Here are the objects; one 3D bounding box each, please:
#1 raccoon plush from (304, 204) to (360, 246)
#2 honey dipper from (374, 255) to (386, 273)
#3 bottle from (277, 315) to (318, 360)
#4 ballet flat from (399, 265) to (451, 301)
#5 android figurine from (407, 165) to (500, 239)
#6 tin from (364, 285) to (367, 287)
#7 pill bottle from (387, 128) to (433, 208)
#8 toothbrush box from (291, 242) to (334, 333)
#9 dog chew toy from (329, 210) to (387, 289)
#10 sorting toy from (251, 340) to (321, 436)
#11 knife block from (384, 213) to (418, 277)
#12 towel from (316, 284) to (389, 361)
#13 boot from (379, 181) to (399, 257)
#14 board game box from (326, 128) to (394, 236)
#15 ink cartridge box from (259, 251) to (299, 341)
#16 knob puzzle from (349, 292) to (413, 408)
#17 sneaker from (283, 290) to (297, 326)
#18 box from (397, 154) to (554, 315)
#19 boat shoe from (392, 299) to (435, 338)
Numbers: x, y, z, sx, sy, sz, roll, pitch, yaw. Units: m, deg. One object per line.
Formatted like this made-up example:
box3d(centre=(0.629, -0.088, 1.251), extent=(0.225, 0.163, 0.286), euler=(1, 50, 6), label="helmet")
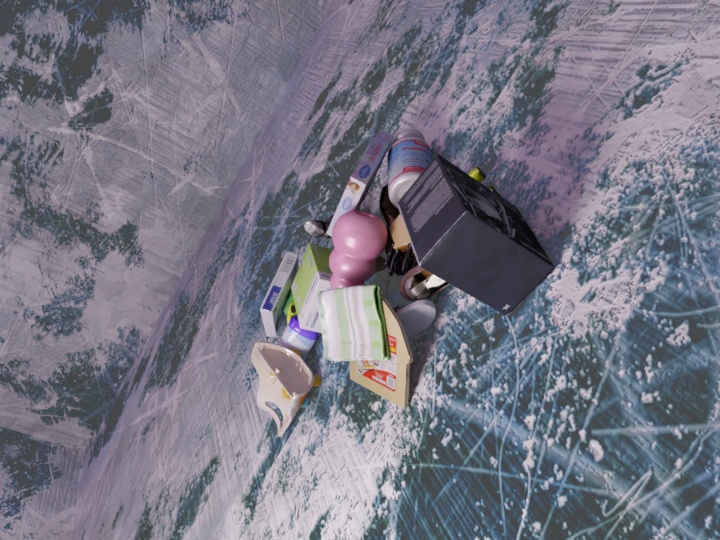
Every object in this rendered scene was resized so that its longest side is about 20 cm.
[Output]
box3d(centre=(-0.062, -0.148, 1.675), extent=(0.096, 0.200, 0.135), euler=(-26, 61, 27), label="raccoon plush")
box3d(centre=(0.000, 0.000, 1.592), extent=(0.200, 0.038, 0.038), euler=(-20, 48, 61), label="honey dipper")
box3d(centre=(-0.181, 0.216, 1.662), extent=(0.201, 0.083, 0.065), euler=(-60, 5, 15), label="bottle")
box3d(centre=(0.131, 0.019, 1.261), extent=(0.200, 0.068, 0.067), euler=(-37, 4, 45), label="ballet flat")
box3d(centre=(0.178, -0.110, 1.284), extent=(0.200, 0.041, 0.183), euler=(-40, 51, 21), label="android figurine")
box3d(centre=(0.004, 0.096, 1.423), extent=(0.112, 0.042, 0.200), euler=(-64, 7, 8), label="tin")
box3d(centre=(0.116, -0.238, 1.505), extent=(0.109, 0.108, 0.201), euler=(-43, 32, 36), label="pill bottle")
box3d(centre=(-0.106, 0.044, 1.658), extent=(0.200, 0.086, 0.146), euler=(-112, 42, -60), label="toothbrush box")
box3d(centre=(-0.015, -0.029, 1.445), extent=(0.125, 0.124, 0.201), euler=(-138, 61, -64), label="dog chew toy")
box3d(centre=(-0.195, 0.301, 1.585), extent=(0.200, 0.106, 0.181), euler=(45, 121, 39), label="sorting toy")
box3d(centre=(0.127, -0.070, 1.374), extent=(0.200, 0.064, 0.176), euler=(-52, 28, 21), label="knife block")
box3d(centre=(-0.021, 0.107, 1.285), extent=(0.200, 0.031, 0.150), euler=(-10, 90, 55), label="towel")
box3d(centre=(0.071, -0.119, 1.515), extent=(0.074, 0.075, 0.201), euler=(-34, 39, 49), label="boot")
box3d(centre=(-0.001, -0.202, 1.536), extent=(0.200, 0.041, 0.200), euler=(-63, 0, -42), label="board game box")
box3d(centre=(-0.221, 0.081, 1.839), extent=(0.200, 0.040, 0.200), euler=(94, -166, -58), label="ink cartridge box")
box3d(centre=(0.041, 0.140, 1.257), extent=(0.219, 0.030, 0.221), euler=(17, 111, 52), label="knob puzzle")
box3d(centre=(-0.167, 0.108, 1.767), extent=(0.084, 0.074, 0.200), euler=(-59, 13, 27), label="sneaker")
box3d(centre=(0.186, -0.060, 1.089), extent=(0.124, 0.199, 0.197), euler=(-49, 28, 25), label="box")
box3d(centre=(0.079, 0.101, 1.301), extent=(0.200, 0.071, 0.068), euler=(-48, 29, 44), label="boat shoe")
